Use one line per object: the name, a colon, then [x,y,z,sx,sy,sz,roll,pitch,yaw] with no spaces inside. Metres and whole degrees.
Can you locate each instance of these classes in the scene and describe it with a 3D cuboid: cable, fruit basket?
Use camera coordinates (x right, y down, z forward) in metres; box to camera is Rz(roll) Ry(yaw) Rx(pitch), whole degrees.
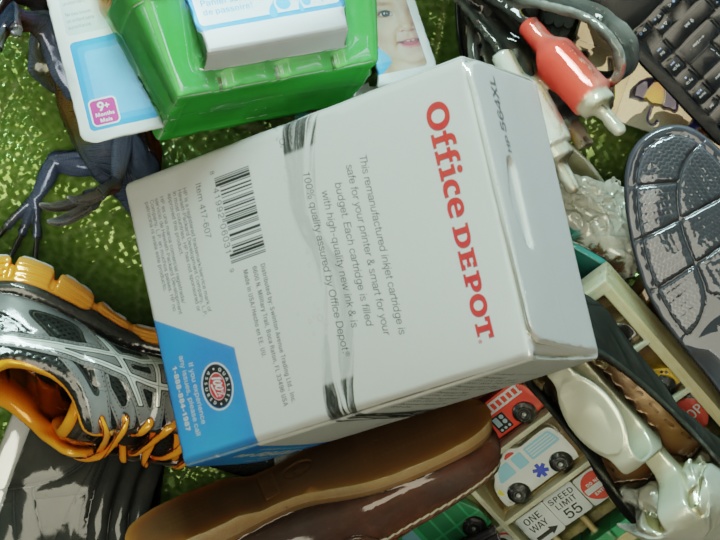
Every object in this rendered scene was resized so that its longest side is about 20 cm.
cable: [0.062,-0.129,1.195,0.200,0.050,0.097,51,126,9]
fruit basket: [-0.070,-0.173,1.176,0.184,0.094,0.202,-11,82,-18]

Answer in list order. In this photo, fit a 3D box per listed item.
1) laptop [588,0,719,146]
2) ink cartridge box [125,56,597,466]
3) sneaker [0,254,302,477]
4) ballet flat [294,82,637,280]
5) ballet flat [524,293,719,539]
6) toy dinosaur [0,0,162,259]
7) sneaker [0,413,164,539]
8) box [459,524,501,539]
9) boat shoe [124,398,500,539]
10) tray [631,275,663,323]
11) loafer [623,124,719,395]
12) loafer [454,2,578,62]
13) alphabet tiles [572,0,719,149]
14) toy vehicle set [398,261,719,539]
laptop: [0.231,-0.130,1.166,0.177,0.103,0.200,-44,104,6]
ink cartridge box: [0.000,0.000,1.159,0.199,0.084,0.147,-18,78,27]
sneaker: [-0.124,0.068,1.238,0.199,0.078,0.078,24,138,-11]
ballet flat: [0.061,-0.057,1.250,0.199,0.072,0.072,27,99,-7]
ballet flat: [0.142,0.096,1.198,0.068,0.068,0.200,-39,104,22]
toy dinosaur: [-0.122,-0.070,1.231,0.181,0.105,0.200,42,87,-26]
sneaker: [-0.162,0.172,1.278,0.099,0.071,0.201,18,96,2]
box: [0.028,0.262,1.205,0.198,0.050,0.201,-26,86,-19]
boat shoe: [-0.018,0.128,1.225,0.199,0.070,0.071,-21,111,6]
tray: [0.201,0.014,1.270,0.098,0.037,0.201,33,99,-6]
loafer: [0.187,0.020,1.225,0.072,0.063,0.201,-28,94,-2]
loafer: [0.094,-0.184,1.219,0.071,0.063,0.201,16,100,-2]
alphabet tiles: [0.208,-0.103,1.228,0.199,0.008,0.168,18,100,-3]
toy vehicle set: [0.092,0.102,1.260,0.200,0.027,0.124,-39,104,21]
